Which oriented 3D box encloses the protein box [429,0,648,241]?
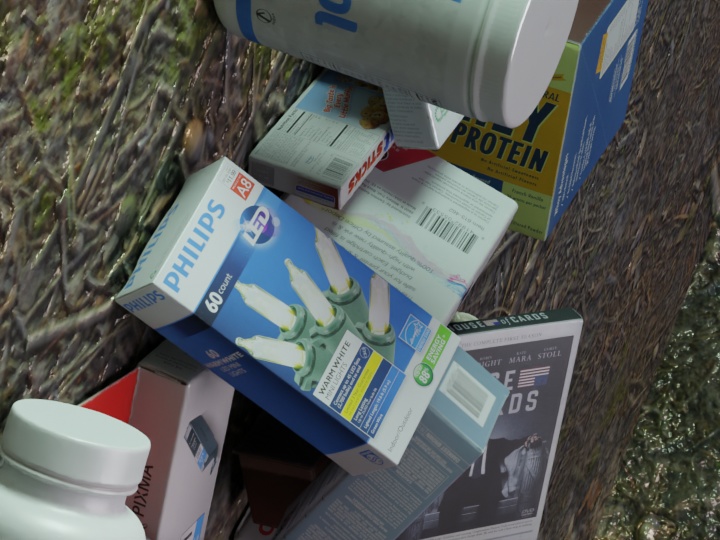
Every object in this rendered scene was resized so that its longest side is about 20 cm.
[{"bbox_3d":[0.142,-0.174,1.922,0.200,0.135,0.199,-53,157,-46],"label":"protein box"}]

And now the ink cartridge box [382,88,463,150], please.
[{"bbox_3d":[0.059,-0.218,1.609,0.200,0.041,0.200,-52,139,-47],"label":"ink cartridge box"}]

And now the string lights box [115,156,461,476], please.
[{"bbox_3d":[-0.044,0.031,1.459,0.059,0.200,0.103,-21,-143,57],"label":"string lights box"}]

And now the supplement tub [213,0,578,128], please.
[{"bbox_3d":[0.023,-0.178,1.409,0.132,0.200,0.132,20,90,-74],"label":"supplement tub"}]

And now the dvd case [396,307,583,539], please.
[{"bbox_3d":[0.086,0.128,1.742,0.150,0.025,0.200,-7,120,-30],"label":"dvd case"}]

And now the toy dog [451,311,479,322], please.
[{"bbox_3d":[-0.007,0.036,1.743,0.200,0.096,0.132,-5,75,-42],"label":"toy dog"}]

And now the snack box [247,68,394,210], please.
[{"bbox_3d":[-0.004,-0.114,1.629,0.200,0.072,0.024,-53,155,-46],"label":"snack box"}]

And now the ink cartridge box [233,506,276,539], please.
[{"bbox_3d":[0.017,0.220,1.860,0.086,0.200,0.147,90,26,-53],"label":"ink cartridge box"}]

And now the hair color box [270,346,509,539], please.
[{"bbox_3d":[0.014,0.151,1.650,0.200,0.061,0.099,-46,-175,27],"label":"hair color box"}]

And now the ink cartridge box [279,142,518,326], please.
[{"bbox_3d":[0.000,0.000,1.626,0.200,0.146,0.083,-55,174,-41],"label":"ink cartridge box"}]

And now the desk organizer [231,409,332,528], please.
[{"bbox_3d":[-0.019,0.115,1.821,0.200,0.072,0.077,-54,144,-45],"label":"desk organizer"}]

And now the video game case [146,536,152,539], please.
[{"bbox_3d":[-0.113,0.296,1.532,0.182,0.200,0.023,-59,-158,0],"label":"video game case"}]

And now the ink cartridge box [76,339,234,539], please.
[{"bbox_3d":[-0.147,0.152,1.525,0.176,0.045,0.200,-41,147,-60],"label":"ink cartridge box"}]

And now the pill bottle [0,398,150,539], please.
[{"bbox_3d":[-0.186,0.180,1.308,0.111,0.111,0.200,-5,114,-72],"label":"pill bottle"}]
